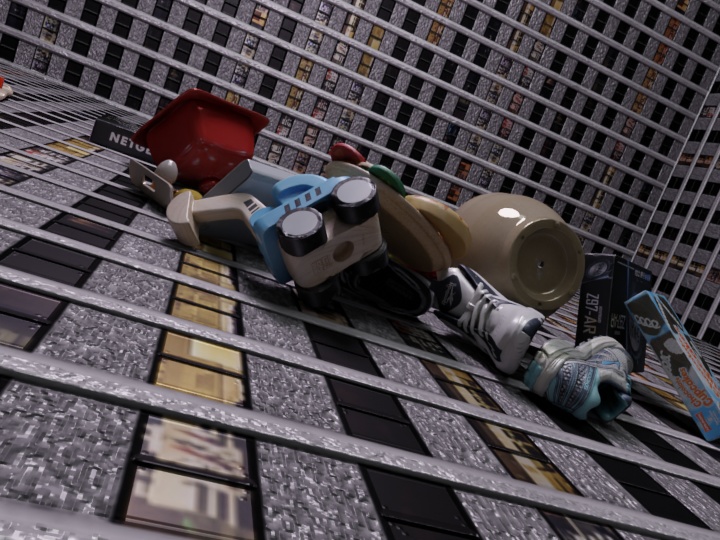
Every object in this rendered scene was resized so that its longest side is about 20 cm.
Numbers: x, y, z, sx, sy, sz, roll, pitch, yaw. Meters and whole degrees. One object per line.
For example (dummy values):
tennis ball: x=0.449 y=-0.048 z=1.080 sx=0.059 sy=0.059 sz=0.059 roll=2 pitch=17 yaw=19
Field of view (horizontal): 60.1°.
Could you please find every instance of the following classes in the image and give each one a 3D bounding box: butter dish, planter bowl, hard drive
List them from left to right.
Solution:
butter dish: x=-0.285 y=-0.211 z=1.143 sx=0.199 sy=0.149 sz=0.199 roll=-23 pitch=-20 yaw=33
hard drive: x=-0.114 y=-0.077 z=0.811 sx=0.199 sy=0.131 sz=0.026 roll=9 pitch=54 yaw=-54
planter bowl: x=0.222 y=-0.011 z=0.863 sx=0.198 sy=0.202 sz=0.135 roll=18 pitch=-3 yaw=-19

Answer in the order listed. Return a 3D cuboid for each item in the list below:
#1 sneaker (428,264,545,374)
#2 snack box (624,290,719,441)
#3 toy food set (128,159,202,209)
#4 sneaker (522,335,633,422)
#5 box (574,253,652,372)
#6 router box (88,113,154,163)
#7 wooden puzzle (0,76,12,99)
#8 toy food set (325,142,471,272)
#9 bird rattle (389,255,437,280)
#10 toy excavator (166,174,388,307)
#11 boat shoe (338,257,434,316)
sneaker: x=0.136 y=0.049 z=0.733 sx=0.129 sy=0.080 sz=0.199 roll=30 pitch=9 yaw=7
snack box: x=0.440 y=0.126 z=0.847 sx=0.116 sy=0.037 sz=0.201 roll=10 pitch=51 yaw=-52
toy food set: x=-0.226 y=-0.112 z=0.923 sx=0.199 sy=0.061 sz=0.143 roll=12 pitch=13 yaw=-46
sneaker: x=0.258 y=0.128 z=0.683 sx=0.199 sy=0.078 sz=0.086 roll=2 pitch=32 yaw=-45
box: x=0.378 y=0.068 z=0.924 sx=0.043 sy=0.162 sz=0.199 roll=4 pitch=-5 yaw=39
router box: x=-0.458 y=-0.270 z=1.323 sx=0.198 sy=0.052 sz=0.149 roll=19 pitch=11 yaw=-19
wooden puzzle: x=-0.840 y=-0.419 z=1.317 sx=0.184 sy=0.047 sz=0.200 roll=17 pitch=10 yaw=-29
toy food set: x=0.035 y=-0.072 z=0.756 sx=0.197 sy=0.049 sz=0.200 roll=40 pitch=-9 yaw=-2
bird rattle: x=0.106 y=-0.027 z=1.111 sx=0.198 sy=0.114 sz=0.163 roll=23 pitch=-8 yaw=-10
toy excavator: x=-0.092 y=-0.052 z=0.677 sx=0.200 sy=0.193 sz=0.100 roll=45 pitch=-21 yaw=41
boat shoe: x=0.000 y=0.000 z=0.797 sx=0.199 sy=0.072 sz=0.068 roll=32 pitch=10 yaw=14
